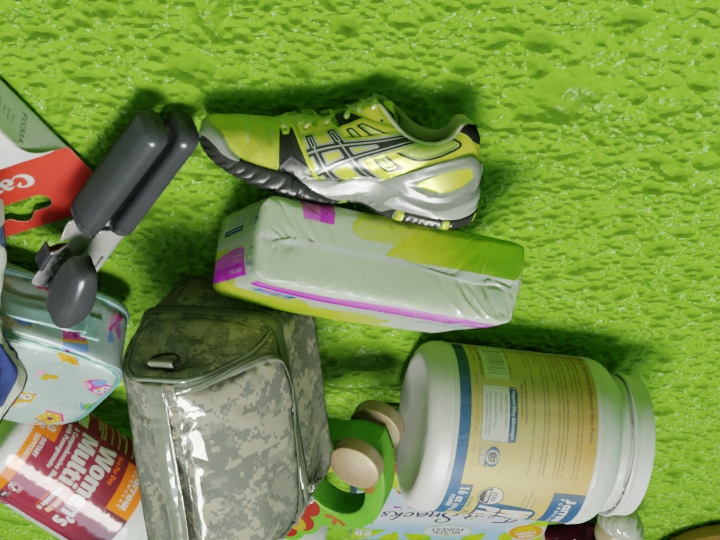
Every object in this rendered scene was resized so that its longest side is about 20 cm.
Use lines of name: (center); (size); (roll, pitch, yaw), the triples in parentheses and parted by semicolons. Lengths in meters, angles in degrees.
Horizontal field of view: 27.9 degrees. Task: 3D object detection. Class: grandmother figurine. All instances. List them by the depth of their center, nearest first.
grandmother figurine: (0.235, 0.303, 1.579); (0.120, 0.061, 0.200); (10, 148, -31)

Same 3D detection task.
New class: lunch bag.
lunch bag: (-0.113, 0.127, 1.136); (0.138, 0.168, 0.202); (5, 116, 21)
lunch bag: (-0.289, 0.054, 1.175); (0.198, 0.078, 0.160); (17, 145, -25)

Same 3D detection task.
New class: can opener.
can opener: (-0.175, -0.031, 1.043); (0.053, 0.067, 0.200); (-1, 147, -41)

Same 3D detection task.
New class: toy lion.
toy lion: (-0.067, 0.179, 1.305); (0.198, 0.069, 0.193); (18, 134, 15)

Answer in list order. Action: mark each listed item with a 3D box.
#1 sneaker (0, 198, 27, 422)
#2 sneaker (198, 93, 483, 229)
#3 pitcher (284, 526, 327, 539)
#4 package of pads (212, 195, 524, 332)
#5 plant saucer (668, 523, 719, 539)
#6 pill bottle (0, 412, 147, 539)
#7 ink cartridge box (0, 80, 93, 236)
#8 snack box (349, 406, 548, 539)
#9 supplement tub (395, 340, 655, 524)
sneaker: (-0.291, 0.047, 1.051); (0.080, 0.202, 0.115); (4, 180, 2)
sneaker: (-0.011, -0.088, 0.999); (0.198, 0.076, 0.077); (11, 109, -4)
pitcher: (-0.130, 0.238, 1.436); (0.198, 0.122, 0.173); (12, 130, 1)
package of pads: (0.000, 0.000, 1.067); (0.198, 0.069, 0.154); (11, 172, -17)
plant saucer: (0.415, 0.334, 1.644); (0.198, 0.038, 0.201); (-1, 145, -1)
pill bottle: (-0.247, 0.194, 1.320); (0.199, 0.110, 0.109); (37, 133, -21)
ink cartridge box: (-0.293, -0.068, 1.026); (0.161, 0.051, 0.200); (-15, 140, 21)
snack box: (0.092, 0.200, 1.413); (0.198, 0.068, 0.169); (3, 146, -3)
supplement tub: (0.140, 0.142, 1.257); (0.198, 0.146, 0.145); (7, 146, -10)
